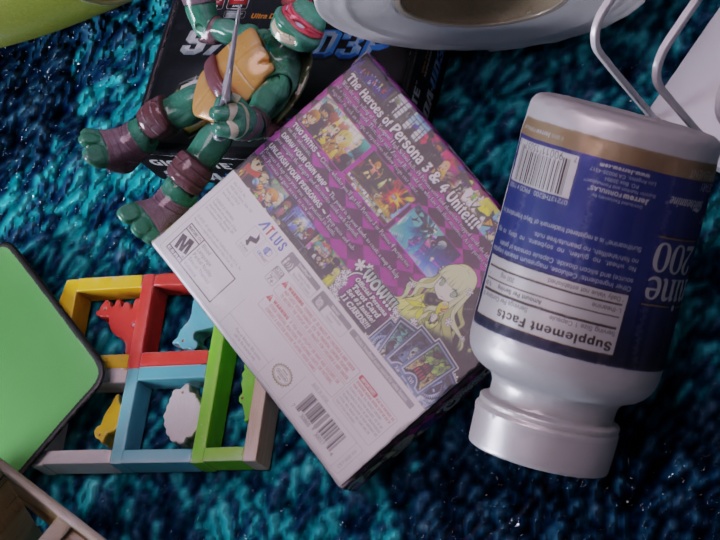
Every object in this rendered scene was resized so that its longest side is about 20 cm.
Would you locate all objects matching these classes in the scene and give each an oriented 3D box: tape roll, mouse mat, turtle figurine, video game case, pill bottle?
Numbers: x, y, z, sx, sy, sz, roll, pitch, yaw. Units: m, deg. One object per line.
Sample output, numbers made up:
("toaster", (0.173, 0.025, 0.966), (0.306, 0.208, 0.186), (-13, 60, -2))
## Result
("tape roll", (0.071, -0.192, 1.427), (0.202, 0.202, 0.071), (-9, 75, 25))
("mouse mat", (-0.263, 0.094, 1.601), (0.200, 0.008, 0.161), (-50, 49, 8))
("turtle figurine", (-0.085, -0.117, 1.504), (0.200, 0.101, 0.150), (-47, 38, 21))
("video game case", (0.000, 0.000, 1.460), (0.181, 0.036, 0.200), (-42, 72, 6))
("pill bottle", (0.124, 0.009, 1.351), (0.111, 0.111, 0.200), (19, 99, 35))

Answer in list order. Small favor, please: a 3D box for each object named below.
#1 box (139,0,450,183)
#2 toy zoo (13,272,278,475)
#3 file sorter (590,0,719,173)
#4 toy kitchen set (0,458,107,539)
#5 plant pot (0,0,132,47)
("box", (-0.040, -0.134, 1.575), (0.200, 0.046, 0.159), (5, 70, 31))
("toy zoo", (-0.139, 0.065, 1.551), (0.200, 0.020, 0.132), (-3, 66, 28))
("file sorter", (0.252, -0.119, 1.356), (0.200, 0.125, 0.139), (32, 85, 36))
("toy kitchen set", (-0.252, 0.198, 1.424), (0.163, 0.200, 0.181), (34, 74, 14))
("plant pot", (-0.271, -0.229, 1.686), (0.200, 0.187, 0.188), (-26, 55, 35))
